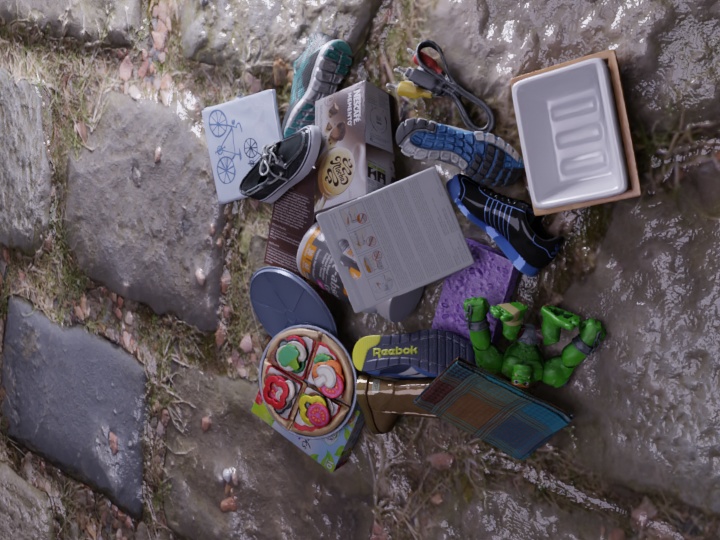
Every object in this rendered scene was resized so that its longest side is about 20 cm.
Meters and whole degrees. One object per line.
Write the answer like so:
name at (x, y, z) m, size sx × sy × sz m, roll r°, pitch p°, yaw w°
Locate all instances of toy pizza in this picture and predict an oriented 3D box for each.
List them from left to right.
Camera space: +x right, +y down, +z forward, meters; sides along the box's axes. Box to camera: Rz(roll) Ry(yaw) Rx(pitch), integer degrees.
toy pizza at (-0.117, 0.073, 1.591) m, size 0.200 × 0.032 × 0.201 m, roll 25°, pitch 137°, yaw 26°
toy pizza at (-0.097, 0.196, 1.542) m, size 0.199 × 0.032 × 0.201 m, roll 2°, pitch 95°, yaw 28°

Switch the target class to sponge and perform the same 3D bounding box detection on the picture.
sponge at (0.176, 0.058, 1.400) m, size 0.111 × 0.030 × 0.201 m, roll 26°, pitch 112°, yaw 33°

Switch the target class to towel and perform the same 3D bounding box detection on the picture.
towel at (0.196, 0.211, 1.327) m, size 0.199 × 0.022 × 0.147 m, roll 27°, pitch 137°, yaw -8°

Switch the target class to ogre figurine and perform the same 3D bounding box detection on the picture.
ogre figurine at (0.250, 0.110, 1.313) m, size 0.098 × 0.199 × 0.120 m, roll -107°, pitch 20°, yaw -63°

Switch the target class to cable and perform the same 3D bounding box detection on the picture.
cable at (0.138, -0.287, 1.384) m, size 0.200 × 0.050 × 0.097 m, roll 32°, pitch 100°, yaw 15°

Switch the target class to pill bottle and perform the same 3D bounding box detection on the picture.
pill bottle at (0.000, 0.000, 1.470) m, size 0.200 × 0.116 × 0.117 m, roll 30°, pitch 114°, yaw 30°

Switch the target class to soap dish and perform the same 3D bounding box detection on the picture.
soap dish at (0.303, -0.188, 1.237) m, size 0.157 × 0.081 × 0.201 m, roll -10°, pitch 90°, yaw 37°

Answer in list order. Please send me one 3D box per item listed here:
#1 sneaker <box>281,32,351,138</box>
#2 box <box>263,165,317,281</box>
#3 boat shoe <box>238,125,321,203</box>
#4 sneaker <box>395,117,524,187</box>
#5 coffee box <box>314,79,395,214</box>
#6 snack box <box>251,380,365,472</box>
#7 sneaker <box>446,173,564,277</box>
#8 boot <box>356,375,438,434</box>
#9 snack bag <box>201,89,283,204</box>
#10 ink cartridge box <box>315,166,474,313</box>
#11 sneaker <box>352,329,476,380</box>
sneaker at (-0.086, -0.318, 1.526) m, size 0.091 × 0.077 × 0.200 m, roll 50°, pitch 120°, yaw 38°
box at (-0.098, -0.095, 1.557) m, size 0.100 × 0.075 × 0.201 m, roll 24°, pitch 112°, yaw 33°
boat shoe at (-0.138, -0.179, 1.472) m, size 0.199 × 0.068 × 0.074 m, roll -32°, pitch 57°, yaw 48°
sneaker at (0.157, -0.188, 1.356) m, size 0.199 × 0.087 × 0.075 m, roll 22°, pitch 106°, yaw 7°
coffee box at (-0.009, -0.189, 1.432) m, size 0.113 × 0.080 × 0.201 m, roll -14°, pitch 68°, yaw 38°
snack box at (-0.091, 0.248, 1.605) m, size 0.200 × 0.053 × 0.143 m, roll 33°, pitch 117°, yaw 21°
sneaker at (0.217, -0.086, 1.329) m, size 0.200 × 0.070 × 0.078 m, roll 47°, pitch 117°, yaw 14°
boot at (0.106, 0.226, 1.441) m, size 0.199 × 0.175 × 0.066 m, roll 1°, pitch 63°, yaw 16°
snack bag at (-0.210, -0.232, 1.651) m, size 0.199 × 0.021 × 0.189 m, roll -9°, pitch 92°, yaw 38°
ink cartridge box at (0.052, -0.045, 1.337) m, size 0.199 × 0.050 × 0.163 m, roll -23°, pitch 91°, yaw -6°
sneaker at (0.092, 0.138, 1.422) m, size 0.199 × 0.082 × 0.074 m, roll 1°, pitch 70°, yaw 21°
